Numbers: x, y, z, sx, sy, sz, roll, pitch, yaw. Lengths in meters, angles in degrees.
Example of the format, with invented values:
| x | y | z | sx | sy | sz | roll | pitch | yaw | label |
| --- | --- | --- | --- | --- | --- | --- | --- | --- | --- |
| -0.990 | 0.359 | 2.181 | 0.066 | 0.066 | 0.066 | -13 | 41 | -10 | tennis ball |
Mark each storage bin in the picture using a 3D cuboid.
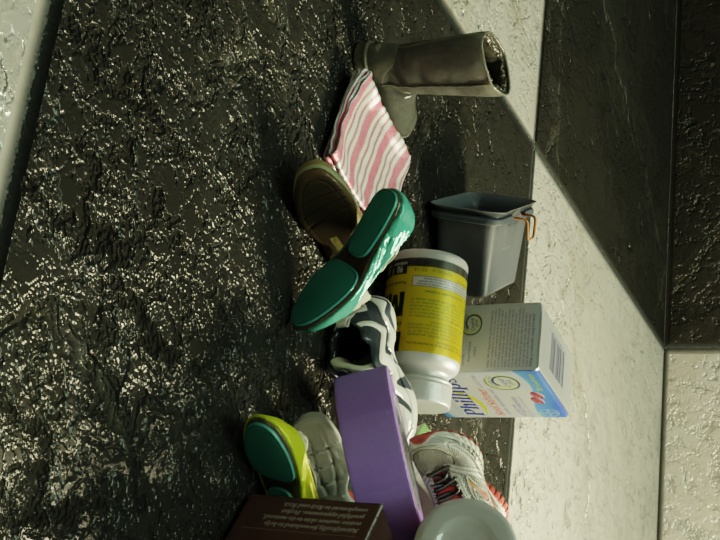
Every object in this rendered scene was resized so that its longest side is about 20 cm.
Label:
| x | y | z | sx | sy | sz | roll | pitch | yaw | label |
| --- | --- | --- | --- | --- | --- | --- | --- | --- | --- |
| 0.194 | -0.039 | 1.832 | 0.199 | 0.143 | 0.137 | -21 | 118 | -63 | storage bin |

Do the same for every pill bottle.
| x | y | z | sx | sy | sz | roll | pitch | yaw | label |
| --- | --- | --- | --- | --- | --- | --- | --- | --- | --- |
| 0.082 | 0.083 | 1.594 | 0.114 | 0.112 | 0.204 | 38 | 54 | -58 | pill bottle |
| 0.107 | 0.332 | 1.287 | 0.201 | 0.110 | 0.114 | 90 | 12 | -59 | pill bottle |

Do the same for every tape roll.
| x | y | z | sx | sy | sz | roll | pitch | yaw | label |
| --- | --- | --- | --- | --- | --- | --- | --- | --- | --- |
| 0.023 | 0.214 | 1.355 | 0.200 | 0.065 | 0.204 | -14 | 90 | -87 | tape roll |

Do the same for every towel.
| x | y | z | sx | sy | sz | roll | pitch | yaw | label |
| --- | --- | --- | --- | --- | --- | --- | --- | --- | --- |
| 0.016 | -0.146 | 1.556 | 0.201 | 0.029 | 0.148 | 56 | 44 | -49 | towel |

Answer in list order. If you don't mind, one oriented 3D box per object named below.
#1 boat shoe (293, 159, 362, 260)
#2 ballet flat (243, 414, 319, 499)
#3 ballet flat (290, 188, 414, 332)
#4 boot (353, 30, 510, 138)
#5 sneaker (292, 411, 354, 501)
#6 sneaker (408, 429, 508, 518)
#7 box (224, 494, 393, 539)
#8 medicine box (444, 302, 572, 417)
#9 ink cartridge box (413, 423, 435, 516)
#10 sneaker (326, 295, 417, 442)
| x | y | z | sx | sy | sz | roll | pitch | yaw | label |
| --- | --- | --- | --- | --- | --- | --- | --- | --- | --- |
| -0.032 | -0.074 | 1.428 | 0.201 | 0.070 | 0.077 | 67 | 17 | -51 | boat shoe |
| -0.079 | 0.215 | 1.293 | 0.067 | 0.066 | 0.202 | -53 | 142 | -42 | ballet flat |
| 0.000 | 0.000 | 1.382 | 0.201 | 0.067 | 0.070 | -54 | 137 | -1 | ballet flat |
| 0.105 | -0.243 | 1.563 | 0.182 | 0.197 | 0.074 | 52 | 44 | -51 | boot |
| -0.040 | 0.229 | 1.394 | 0.083 | 0.076 | 0.202 | -89 | 168 | -52 | sneaker |
| 0.121 | 0.269 | 1.428 | 0.201 | 0.077 | 0.083 | 54 | 31 | -27 | sneaker |
| -0.050 | 0.366 | 1.228 | 0.165 | 0.163 | 0.203 | -57 | 138 | -49 | box |
| 0.189 | 0.134 | 1.718 | 0.182 | 0.197 | 0.105 | 49 | 44 | -53 | medicine box |
| 0.110 | 0.313 | 1.543 | 0.201 | 0.067 | 0.117 | 49 | 27 | -3 | ink cartridge box |
| 0.007 | 0.139 | 1.470 | 0.129 | 0.078 | 0.203 | -19 | 105 | -62 | sneaker |
